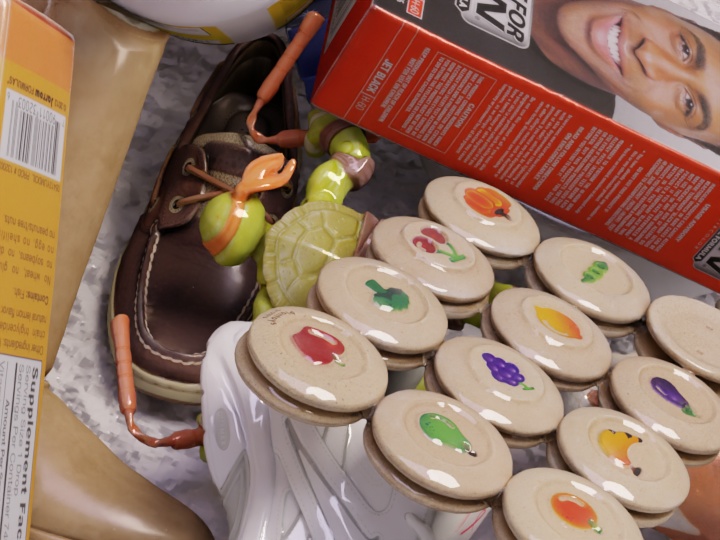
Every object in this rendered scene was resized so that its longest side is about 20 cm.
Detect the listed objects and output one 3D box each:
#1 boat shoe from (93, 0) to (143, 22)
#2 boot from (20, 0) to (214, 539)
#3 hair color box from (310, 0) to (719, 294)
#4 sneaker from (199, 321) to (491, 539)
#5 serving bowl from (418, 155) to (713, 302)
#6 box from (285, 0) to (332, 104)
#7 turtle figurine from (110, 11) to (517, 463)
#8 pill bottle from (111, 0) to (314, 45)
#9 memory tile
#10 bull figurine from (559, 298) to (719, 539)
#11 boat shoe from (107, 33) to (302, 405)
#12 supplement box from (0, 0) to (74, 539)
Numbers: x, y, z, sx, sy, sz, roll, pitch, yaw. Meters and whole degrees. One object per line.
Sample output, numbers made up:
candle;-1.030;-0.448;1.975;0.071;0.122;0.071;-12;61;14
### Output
boat shoe;-0.117;-0.189;1.013;0.073;0.063;0.201;14;42;-2
boot;-0.108;0.003;0.715;0.173;0.066;0.202;17;85;3
hair color box;0.085;-0.078;0.816;0.198;0.061;0.102;24;43;-14
sneaker;0.000;0.101;0.673;0.098;0.078;0.202;-13;67;14
serving bowl;0.114;-0.053;0.929;0.198;0.066;0.201;9;42;-8
box;0.018;-0.142;0.952;0.120;0.033;0.200;-16;28;0
turtle figurine;0.000;0.000;0.788;0.160;0.064;0.201;28;63;-15
pill bottle;-0.061;-0.147;0.753;0.111;0.113;0.200;13;3;-1
memory tile;0.058;0.031;0.697;0.153;0.017;0.200;33;31;12
bull figurine;0.145;0.072;0.788;0.199;0.065;0.122;38;43;-1
boat shoe;-0.061;-0.030;0.850;0.071;0.072;0.201;15;43;2
supplement box;-0.144;0.011;0.659;0.066;0.069;0.202;4;82;15
